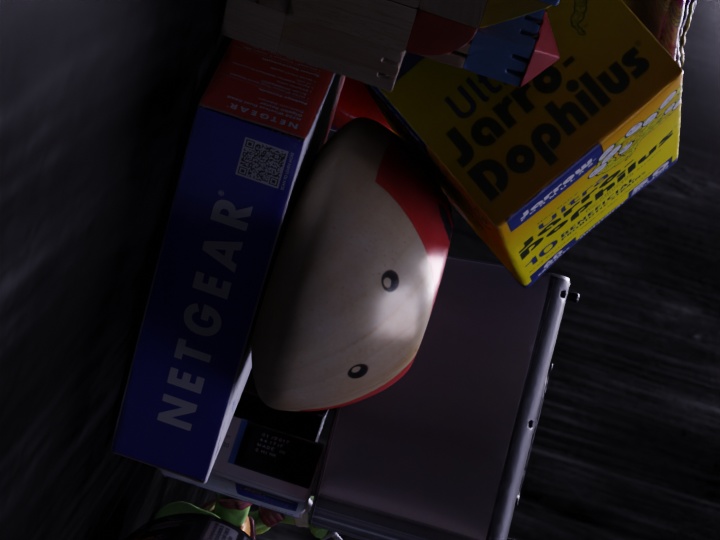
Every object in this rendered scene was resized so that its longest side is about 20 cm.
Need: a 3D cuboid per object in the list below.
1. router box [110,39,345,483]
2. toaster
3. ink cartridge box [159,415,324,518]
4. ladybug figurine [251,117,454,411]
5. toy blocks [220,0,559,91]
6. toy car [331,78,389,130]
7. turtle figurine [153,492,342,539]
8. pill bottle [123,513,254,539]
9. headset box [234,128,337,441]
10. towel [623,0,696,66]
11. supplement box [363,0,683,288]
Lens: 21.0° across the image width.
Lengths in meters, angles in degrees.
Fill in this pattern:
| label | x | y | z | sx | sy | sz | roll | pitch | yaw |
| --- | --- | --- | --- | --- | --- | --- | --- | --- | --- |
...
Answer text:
| label | x | y | z | sx | sy | sz | roll | pitch | yaw |
| --- | --- | --- | --- | --- | --- | --- | --- | --- | --- |
| router box | -0.054 | -0.032 | 0.918 | 0.180 | 0.049 | 0.200 | -72 | 180 | -55 |
| toaster | 0.044 | 0.088 | 1.154 | 0.181 | 0.118 | 0.200 | 91 | 13 | -85 |
| ink cartridge box | -0.075 | 0.114 | 1.166 | 0.200 | 0.099 | 0.039 | 111 | -3 | -79 |
| ladybug figurine | 0.000 | 0.000 | 0.902 | 0.200 | 0.072 | 0.136 | -71 | 180 | -73 |
| toy blocks | 0.027 | -0.138 | 0.755 | 0.200 | 0.137 | 0.100 | 107 | 1 | -52 |
| toy car | 0.027 | -0.148 | 1.351 | 0.150 | 0.175 | 0.200 | -37 | 179 | -2 |
| turtle figurine | -0.071 | 0.217 | 1.442 | 0.200 | 0.144 | 0.194 | 58 | -9 | 32 |
| pill bottle | -0.097 | 0.190 | 1.041 | 0.200 | 0.106 | 0.106 | -70 | 178 | -88 |
| headset box | -0.046 | 0.016 | 1.218 | 0.200 | 0.093 | 0.174 | 105 | 2 | -73 |
| towel | 0.116 | -0.179 | 0.850 | 0.200 | 0.023 | 0.144 | 81 | -14 | -71 |
| supplement box | 0.080 | -0.077 | 0.933 | 0.109 | 0.110 | 0.200 | -40 | 168 | 2 |
